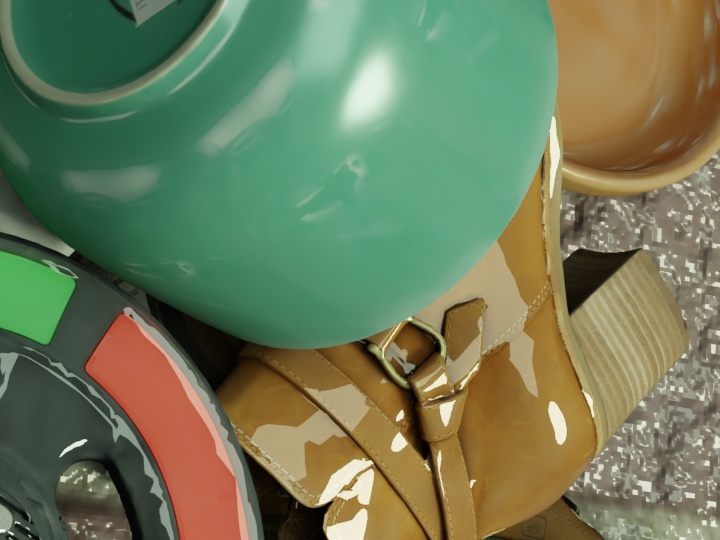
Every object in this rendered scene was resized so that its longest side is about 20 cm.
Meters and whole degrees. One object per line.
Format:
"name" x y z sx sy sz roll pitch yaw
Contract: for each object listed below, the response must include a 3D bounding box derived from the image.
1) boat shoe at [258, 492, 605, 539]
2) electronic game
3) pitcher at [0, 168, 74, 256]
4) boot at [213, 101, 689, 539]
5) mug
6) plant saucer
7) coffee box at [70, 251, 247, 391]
"boat shoe" 0.059 0.105 0.814 0.199 0.072 0.068 4 79 -22
"electronic game" -0.118 0.085 0.631 0.199 0.042 0.201 7 75 -26
"pitcher" -0.189 -0.055 0.702 0.199 0.121 0.172 -10 114 -25
"boot" 0.000 0.000 0.732 0.155 0.077 0.200 -38 104 -22
"mug" -0.047 -0.069 0.662 0.114 0.185 0.153 32 76 -52
"plant saucer" 0.068 -0.120 0.857 0.200 0.037 0.201 17 63 -36
"coffee box" -0.048 -0.037 0.794 0.113 0.080 0.201 -13 85 -25
